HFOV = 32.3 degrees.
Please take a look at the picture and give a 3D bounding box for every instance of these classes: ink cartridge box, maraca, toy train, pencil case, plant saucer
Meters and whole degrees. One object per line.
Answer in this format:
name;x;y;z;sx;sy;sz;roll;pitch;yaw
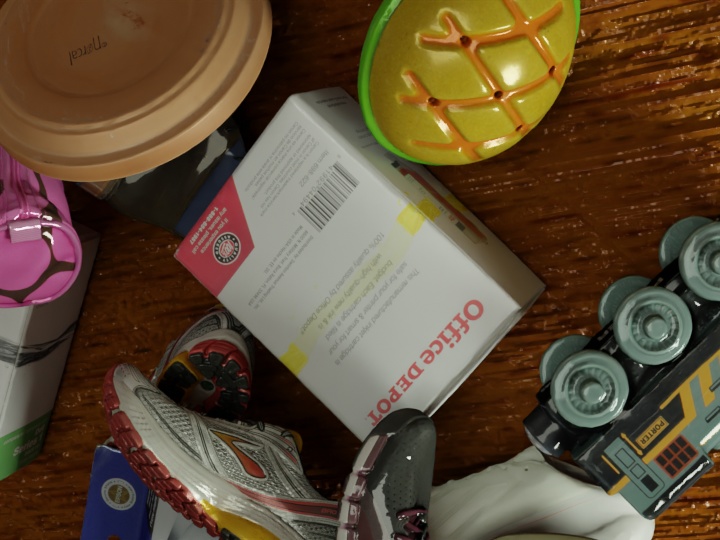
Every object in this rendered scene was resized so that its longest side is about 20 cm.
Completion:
ink cartridge box;-0.297;0.038;0.943;0.145;0.084;0.201;25;108;14
ink cartridge box;0.000;0.000;0.822;0.200;0.083;0.145;44;113;8
maraca;0.075;-0.149;0.743;0.201;0.136;0.107;-62;35;28
toy train;0.193;0.054;0.749;0.200;0.085;0.114;-45;93;4
pencil case;-0.235;-0.078;0.843;0.094;0.090;0.201;-54;42;43
ink cartridge box;-0.115;0.239;0.896;0.198;0.041;0.201;14;113;1
plant saucer;-0.155;-0.148;0.793;0.198;0.032;0.202;-8;59;13

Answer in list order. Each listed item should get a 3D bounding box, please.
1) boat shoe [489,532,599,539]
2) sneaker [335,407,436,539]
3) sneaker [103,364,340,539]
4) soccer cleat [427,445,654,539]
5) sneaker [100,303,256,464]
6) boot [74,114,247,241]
boat shoe;0.078;0.218;0.789;0.199;0.063;0.073;-22;127;29
sneaker;0.039;0.192;0.742;0.115;0.075;0.202;19;96;36
sneaker;-0.085;0.128;0.812;0.200;0.082;0.078;40;156;-1
soccer cleat;0.095;0.153;0.829;0.198;0.069;0.078;0;96;14
sneaker;-0.127;0.103;0.903;0.078;0.082;0.200;32;127;-13
boot;-0.102;-0.112;0.863;0.097;0.075;0.200;37;102;-16
